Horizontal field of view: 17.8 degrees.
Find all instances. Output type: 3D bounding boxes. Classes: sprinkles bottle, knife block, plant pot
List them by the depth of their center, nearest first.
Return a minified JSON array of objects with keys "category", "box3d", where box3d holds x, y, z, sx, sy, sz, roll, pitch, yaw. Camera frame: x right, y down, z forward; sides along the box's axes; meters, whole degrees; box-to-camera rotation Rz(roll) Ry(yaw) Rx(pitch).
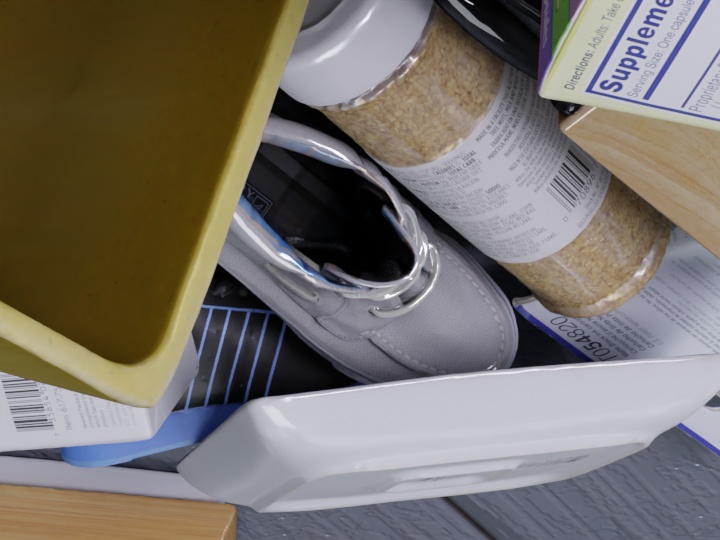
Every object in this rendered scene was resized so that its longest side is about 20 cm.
[{"category":"plant pot","box3d":[-0.158,-0.085,0.703,0.199,0.196,0.194,0,155,46]},{"category":"knife block","box3d":[0.103,-0.063,0.782,0.175,0.064,0.201,2,135,5]},{"category":"sprinkles bottle","box3d":[0.039,-0.053,0.841,0.068,0.069,0.200,-16,144,32]}]

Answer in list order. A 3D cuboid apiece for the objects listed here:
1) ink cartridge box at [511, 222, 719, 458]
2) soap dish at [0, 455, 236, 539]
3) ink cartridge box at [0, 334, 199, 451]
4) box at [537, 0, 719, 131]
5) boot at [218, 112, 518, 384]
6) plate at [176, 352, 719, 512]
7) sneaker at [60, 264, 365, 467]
[{"category":"ink cartridge box","box3d":[0.200,0.016,0.964,0.199,0.041,0.199,-19,141,36]},{"category":"soap dish","box3d":[-0.169,0.167,1.236,0.199,0.082,0.158,5,150,-2]},{"category":"ink cartridge box","box3d":[-0.179,0.011,0.936,0.199,0.068,0.117,-5,112,16]},{"category":"box","box3d":[0.155,-0.122,0.599,0.199,0.177,0.097,10,149,-10]},{"category":"boot","box3d":[0.000,0.000,0.888,0.200,0.074,0.096,32,176,-28]},{"category":"plate","box3d":[0.034,0.073,0.958,0.199,0.032,0.200,-5,168,-14]},{"category":"sneaker","box3d":[-0.053,0.022,0.986,0.199,0.070,0.078,-18,114,8]}]
